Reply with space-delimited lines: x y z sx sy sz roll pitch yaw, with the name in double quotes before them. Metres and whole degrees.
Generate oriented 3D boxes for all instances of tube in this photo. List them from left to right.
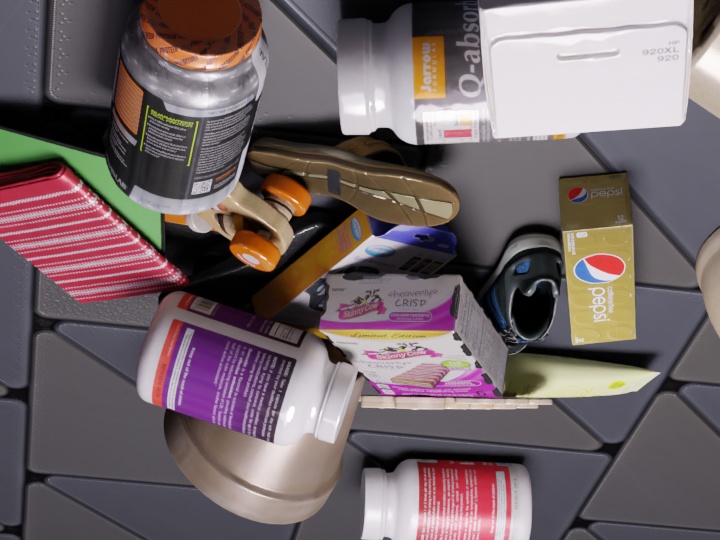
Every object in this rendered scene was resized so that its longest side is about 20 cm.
"tube" 0.222 0.117 1.841 0.199 0.058 0.052 3 112 -11

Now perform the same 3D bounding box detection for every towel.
"towel" -0.271 -0.034 1.589 0.144 0.023 0.200 -7 144 33

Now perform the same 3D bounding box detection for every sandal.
"sandal" -0.110 -0.009 1.667 0.200 0.048 0.075 -26 144 12
"sandal" -0.003 -0.094 1.537 0.199 0.054 0.080 15 152 4

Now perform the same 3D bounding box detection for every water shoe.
"water shoe" 0.157 0.043 1.706 0.071 0.079 0.200 3 145 -4

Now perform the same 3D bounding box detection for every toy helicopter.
"toy helicopter" -0.151 -0.074 1.547 0.199 0.079 0.132 33 162 -16

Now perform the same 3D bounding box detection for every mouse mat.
"mouse mat" -0.274 -0.075 1.549 0.199 0.008 0.161 15 150 2

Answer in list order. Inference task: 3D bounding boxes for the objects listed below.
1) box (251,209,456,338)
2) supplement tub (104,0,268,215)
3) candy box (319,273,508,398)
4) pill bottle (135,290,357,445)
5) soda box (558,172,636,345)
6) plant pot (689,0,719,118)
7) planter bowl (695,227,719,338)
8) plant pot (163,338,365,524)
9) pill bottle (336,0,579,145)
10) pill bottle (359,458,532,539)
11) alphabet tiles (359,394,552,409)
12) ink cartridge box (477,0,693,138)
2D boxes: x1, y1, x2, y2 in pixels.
"box" 0.000 0.000 1.646 0.119 0.042 0.200 12 139 -43
"supplement tub" -0.143 -0.148 1.392 0.122 0.123 0.200 7 145 -11
"candy box" 0.056 0.067 1.644 0.135 0.061 0.200 0 157 20
"pill bottle" -0.108 0.099 1.618 0.199 0.113 0.113 18 145 4
"soda box" 0.233 -0.008 1.646 0.067 0.064 0.200 -5 145 7
"plant pot" 0.339 -0.173 1.320 0.183 0.201 0.201 23 140 -13
"planter bowl" 0.437 0.042 1.658 0.199 0.135 0.201 0 146 0
"plant pot" -0.083 0.133 1.766 0.199 0.201 0.174 17 125 -23
"pill bottle" 0.082 -0.162 1.379 0.199 0.117 0.117 -2 145 3
"pill bottle" 0.100 0.284 2.024 0.199 0.113 0.113 3 145 -5
"alphabet tiles" 0.099 0.143 1.814 0.195 0.015 0.199 -2 176 43
"ink cartridge box" 0.157 -0.219 1.222 0.146 0.201 0.145 -4 145 7
